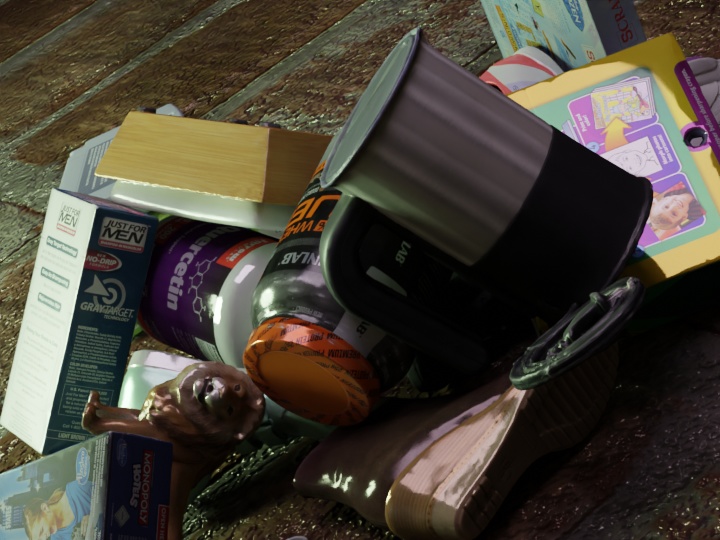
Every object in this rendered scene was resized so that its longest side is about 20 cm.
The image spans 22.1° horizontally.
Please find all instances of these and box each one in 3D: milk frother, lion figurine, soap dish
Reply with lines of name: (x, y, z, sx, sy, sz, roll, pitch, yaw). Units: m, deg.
milk frother: (0.078, -0.033, 1.142, 0.182, 0.187, 0.200, -62, 11, -11)
lion figurine: (-0.145, 0.155, 1.287, 0.121, 0.202, 0.072, 15, 3, -6)
soap dish: (-0.091, -0.080, 1.481, 0.199, 0.082, 0.156, 10, 5, 42)

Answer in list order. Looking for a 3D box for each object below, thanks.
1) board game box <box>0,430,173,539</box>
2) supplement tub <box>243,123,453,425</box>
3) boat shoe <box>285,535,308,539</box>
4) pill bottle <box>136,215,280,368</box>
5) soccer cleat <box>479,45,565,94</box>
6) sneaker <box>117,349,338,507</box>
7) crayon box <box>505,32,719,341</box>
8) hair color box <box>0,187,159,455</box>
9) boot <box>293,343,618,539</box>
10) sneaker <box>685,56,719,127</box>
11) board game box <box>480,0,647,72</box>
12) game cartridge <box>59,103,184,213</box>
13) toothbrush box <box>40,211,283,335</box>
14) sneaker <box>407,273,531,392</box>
board game box: (-0.220, 0.212, 1.212, 0.198, 0.061, 0.203, -6, 75, 38)
supplement tub: (0.000, 0.000, 1.294, 0.122, 0.123, 0.201, -5, 47, 39)
boat shoe: (-0.062, 0.206, 1.159, 0.199, 0.062, 0.075, 3, 37, 47)
pill bottle: (-0.095, 0.024, 1.469, 0.112, 0.113, 0.199, -39, 32, -25)
soccer cleat: (0.162, -0.112, 1.468, 0.073, 0.069, 0.200, -28, 43, -17)
sneaker: (-0.091, 0.133, 1.347, 0.198, 0.074, 0.119, 7, 70, 22)
crayon box: (0.180, -0.053, 1.316, 0.171, 0.058, 0.201, -21, 55, 5)
hair color box: (-0.228, 0.043, 1.492, 0.060, 0.202, 0.100, 10, 5, -33)
boot: (0.063, 0.094, 1.240, 0.165, 0.073, 0.200, 10, 47, 49)
sneaker: (0.307, -0.125, 1.445, 0.198, 0.101, 0.075, -15, -11, -23)
board game box: (0.173, -0.185, 1.523, 0.041, 0.201, 0.199, -32, 26, -14)
game cartridge: (-0.215, -0.093, 1.716, 0.132, 0.041, 0.200, -27, 22, 9)
toothbrush box: (-0.177, -0.038, 1.715, 0.199, 0.087, 0.145, -32, 25, -15)
sneaker: (0.113, 0.014, 1.363, 0.103, 0.060, 0.200, -11, 26, 37)
